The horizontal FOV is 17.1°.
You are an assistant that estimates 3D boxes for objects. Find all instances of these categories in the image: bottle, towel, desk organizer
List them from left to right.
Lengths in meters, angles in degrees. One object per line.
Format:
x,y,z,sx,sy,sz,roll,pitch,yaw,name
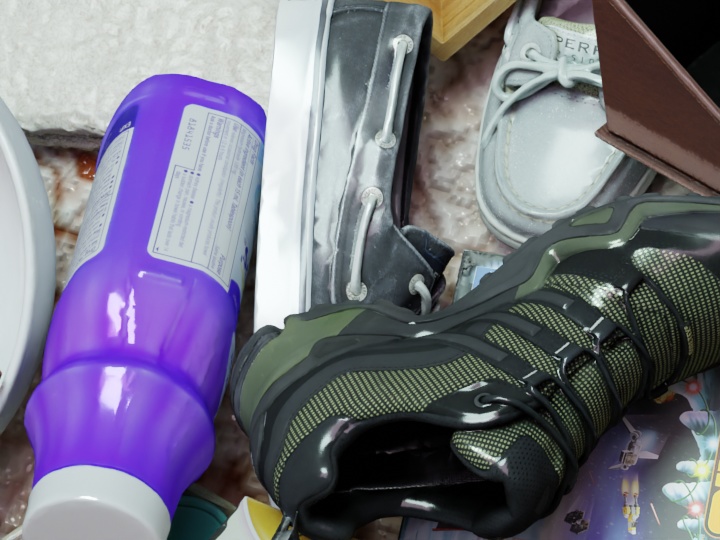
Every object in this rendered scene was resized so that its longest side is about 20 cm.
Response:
-0.075,0.020,0.840,0.065,0.084,0.200,15,43,-6,bottle
-0.079,-0.109,0.954,0.199,0.034,0.133,4,70,15,towel
0.171,-0.114,0.833,0.200,0.077,0.072,-39,51,-23,desk organizer

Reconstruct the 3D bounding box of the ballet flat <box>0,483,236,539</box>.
-0.132,0.132,0.861,0.200,0.062,0.068,-34,107,-3,ballet flat

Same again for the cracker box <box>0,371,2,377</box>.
-0.236,0.081,0.861,0.134,0.058,0.200,36,102,16,cracker box

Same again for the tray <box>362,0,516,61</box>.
0.062,-0.168,0.843,0.200,0.098,0.037,-39,31,30,tray

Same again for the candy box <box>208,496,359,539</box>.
-0.043,0.174,0.741,0.136,0.061,0.200,14,53,45,candy box

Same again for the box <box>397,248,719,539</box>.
0.082,0.099,0.833,0.136,0.040,0.201,8,72,15,box

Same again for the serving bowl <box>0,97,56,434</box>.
-0.197,-0.003,0.910,0.199,0.066,0.201,0,91,20,serving bowl

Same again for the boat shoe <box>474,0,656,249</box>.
0.095,-0.102,0.892,0.074,0.065,0.203,22,76,20,boat shoe

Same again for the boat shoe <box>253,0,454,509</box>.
0.000,0.000,0.866,0.067,0.072,0.201,1,80,6,boat shoe

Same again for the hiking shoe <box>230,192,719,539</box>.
0.060,0.044,0.779,0.199,0.076,0.101,-19,41,4,hiking shoe
